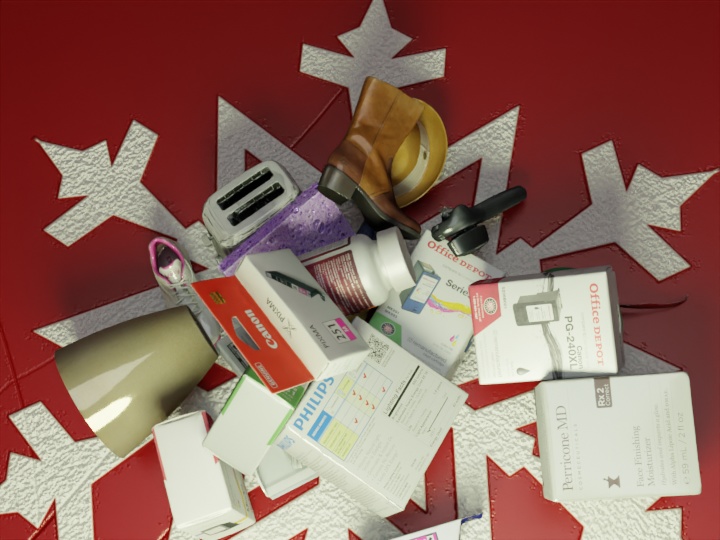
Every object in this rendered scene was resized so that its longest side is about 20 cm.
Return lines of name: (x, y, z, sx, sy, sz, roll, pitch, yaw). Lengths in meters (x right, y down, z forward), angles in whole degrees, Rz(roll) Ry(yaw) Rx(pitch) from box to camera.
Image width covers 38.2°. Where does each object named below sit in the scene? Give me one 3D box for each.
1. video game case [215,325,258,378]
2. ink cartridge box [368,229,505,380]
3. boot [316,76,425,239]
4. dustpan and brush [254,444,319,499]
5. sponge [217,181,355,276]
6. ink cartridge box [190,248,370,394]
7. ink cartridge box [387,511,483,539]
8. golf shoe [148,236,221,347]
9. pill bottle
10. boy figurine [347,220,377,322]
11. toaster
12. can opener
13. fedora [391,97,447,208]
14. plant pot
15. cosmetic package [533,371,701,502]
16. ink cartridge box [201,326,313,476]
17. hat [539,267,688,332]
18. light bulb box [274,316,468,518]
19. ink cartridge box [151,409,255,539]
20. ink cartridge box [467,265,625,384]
video game case: (-0.092, 0.140, 1.587, 0.182, 0.023, 0.200, -33, 71, -26)
ink cartridge box: (0.112, 0.062, 1.586, 0.144, 0.088, 0.201, 30, 75, 14)
boot: (0.047, -0.166, 1.580, 0.187, 0.068, 0.201, 30, 73, -13)
dustpan and brush: (-0.122, 0.222, 1.569, 0.139, 0.057, 0.201, -25, 61, -10)
sponge: (-0.111, -0.032, 1.582, 0.200, 0.112, 0.030, -41, 42, -7)
ink cartridge box: (-0.106, 0.061, 1.391, 0.200, 0.173, 0.044, 50, 122, 21)
ink cartridge box: (0.083, 0.389, 1.480, 0.198, 0.095, 0.037, -19, 71, 0)
golf shoe: (-0.283, 0.035, 1.633, 0.075, 0.092, 0.201, -29, 74, -5)
pill bottle: (-0.024, 0.012, 1.530, 0.198, 0.110, 0.111, -19, 71, 9)
boy figurine: (0.000, 0.000, 1.627, 0.123, 0.065, 0.202, 15, 70, 20)
toaster: (-0.153, -0.084, 1.630, 0.199, 0.129, 0.114, -33, 63, -5)
can opener: (0.184, -0.085, 1.606, 0.199, 0.063, 0.079, -32, 102, -41)
fedora: (0.041, -0.196, 1.655, 0.199, 0.082, 0.203, -9, 68, 22)
plant pot: (-0.318, 0.145, 1.552, 0.199, 0.188, 0.188, -32, 72, -6)
cosmetic package: (0.352, 0.234, 1.457, 0.198, 0.165, 0.167, -5, 79, 4)
ink cartridge box: (-0.122, 0.158, 1.427, 0.084, 0.200, 0.147, 32, 122, -1)
hat: (0.357, 0.082, 1.590, 0.199, 0.175, 0.167, 24, 104, 31)
light bulb box: (0.013, 0.211, 1.486, 0.199, 0.125, 0.199, 35, 66, -1)
ink cartridge box: (-0.222, 0.296, 1.485, 0.085, 0.200, 0.149, -19, 71, -2)
ink cartridge box: (0.264, 0.077, 1.469, 0.198, 0.083, 0.147, -7, 91, 20)
